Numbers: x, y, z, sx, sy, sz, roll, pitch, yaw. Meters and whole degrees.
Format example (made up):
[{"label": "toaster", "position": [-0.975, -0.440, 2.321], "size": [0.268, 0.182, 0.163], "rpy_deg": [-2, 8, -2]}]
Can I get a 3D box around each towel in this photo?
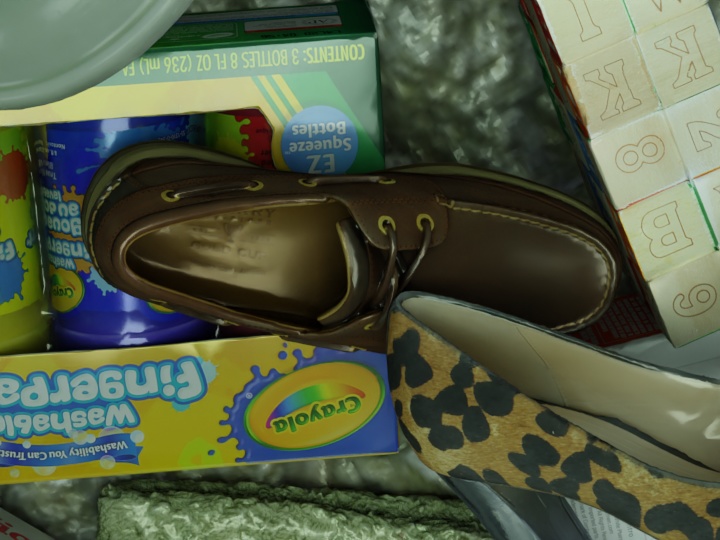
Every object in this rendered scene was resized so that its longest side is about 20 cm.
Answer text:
[{"label": "towel", "position": [-0.019, 0.160, 0.964], "size": [0.199, 0.037, 0.149], "rpy_deg": [8, 106, -7]}]

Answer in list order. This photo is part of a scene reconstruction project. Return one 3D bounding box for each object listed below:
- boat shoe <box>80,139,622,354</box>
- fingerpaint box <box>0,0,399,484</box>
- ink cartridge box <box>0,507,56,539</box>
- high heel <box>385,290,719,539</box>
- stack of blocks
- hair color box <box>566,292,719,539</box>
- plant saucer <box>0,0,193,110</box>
[{"label": "boat shoe", "position": [0.000, 0.000, 0.823], "size": [0.199, 0.068, 0.072], "rpy_deg": [6, 106, -10]}, {"label": "fingerpaint box", "position": [-0.088, -0.010, 0.885], "size": [0.199, 0.073, 0.168], "rpy_deg": [-4, 107, -3]}, {"label": "ink cartridge box", "position": [-0.170, 0.188, 0.859], "size": [0.147, 0.200, 0.145], "rpy_deg": [30, 105, 6]}, {"label": "high heel", "position": [0.105, 0.035, 0.757], "size": [0.200, 0.071, 0.143], "rpy_deg": [-32, 98, 30]}, {"label": "stack of blocks", "position": [0.097, -0.085, 0.854], "size": [0.058, 0.115, 0.201], "rpy_deg": [-23, 107, 3]}, {"label": "hair color box", "position": [0.167, 0.055, 0.894], "size": [0.199, 0.064, 0.112], "rpy_deg": [-13, 106, 2]}, {"label": "plant saucer", "position": [-0.126, -0.157, 0.787], "size": [0.199, 0.050, 0.202], "rpy_deg": [-5, 81, 31]}]
